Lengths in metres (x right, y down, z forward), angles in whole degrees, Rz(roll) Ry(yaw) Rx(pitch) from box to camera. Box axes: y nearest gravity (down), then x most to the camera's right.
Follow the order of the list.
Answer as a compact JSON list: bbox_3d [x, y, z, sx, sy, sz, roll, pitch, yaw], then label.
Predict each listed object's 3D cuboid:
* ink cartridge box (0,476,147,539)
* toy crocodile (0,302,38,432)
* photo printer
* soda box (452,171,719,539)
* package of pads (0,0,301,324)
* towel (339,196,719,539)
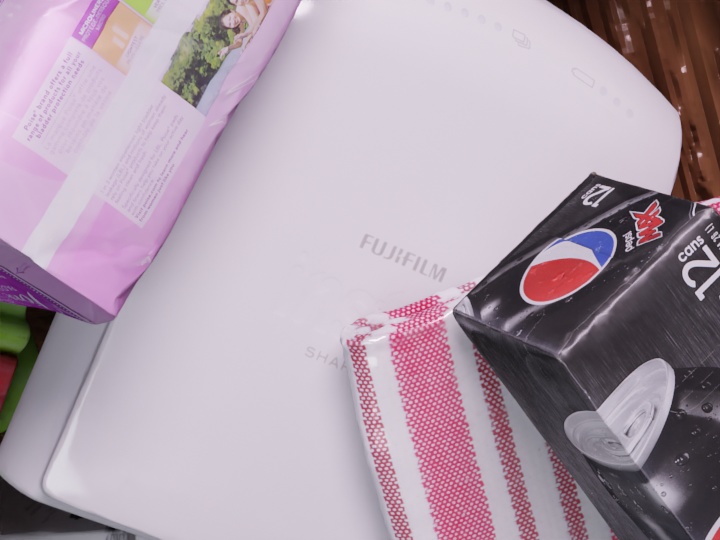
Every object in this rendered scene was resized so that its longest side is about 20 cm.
[{"bbox_3d":[-0.054,0.131,0.986,0.200,0.067,0.116,-4,110,23],"label":"ink cartridge box"},{"bbox_3d":[-0.149,0.065,0.873,0.062,0.067,0.200,31,98,49],"label":"toy crocodile"},{"bbox_3d":[0.000,0.000,0.850,0.166,0.069,0.200,23,92,-20],"label":"photo printer"},{"bbox_3d":[0.114,0.069,0.802,0.063,0.071,0.200,-43,114,-12],"label":"soda box"},{"bbox_3d":[-0.072,-0.088,0.784,0.076,0.200,0.120,35,166,-29],"label":"package of pads"},{"bbox_3d":[0.098,0.051,0.848,0.200,0.030,0.147,-20,108,-16],"label":"towel"}]
